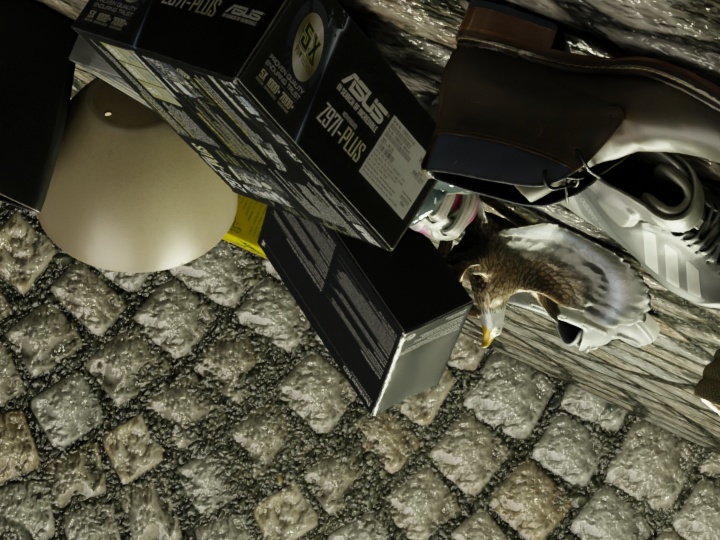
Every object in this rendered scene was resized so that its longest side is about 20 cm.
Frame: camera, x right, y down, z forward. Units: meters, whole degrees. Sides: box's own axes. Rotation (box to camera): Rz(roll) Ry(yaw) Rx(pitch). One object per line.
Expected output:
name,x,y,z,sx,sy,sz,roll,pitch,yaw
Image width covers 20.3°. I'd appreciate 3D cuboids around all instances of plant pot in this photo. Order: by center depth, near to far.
plant pot,-0.373,-0.180,1.899,0.199,0.178,0.200,27,174,-22
plant pot,-0.216,-0.116,1.932,0.199,0.201,0.135,23,140,15

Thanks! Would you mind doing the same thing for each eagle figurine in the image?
eagle figurine,0.137,-0.001,1.774,0.199,0.151,0.152,-6,-123,-30

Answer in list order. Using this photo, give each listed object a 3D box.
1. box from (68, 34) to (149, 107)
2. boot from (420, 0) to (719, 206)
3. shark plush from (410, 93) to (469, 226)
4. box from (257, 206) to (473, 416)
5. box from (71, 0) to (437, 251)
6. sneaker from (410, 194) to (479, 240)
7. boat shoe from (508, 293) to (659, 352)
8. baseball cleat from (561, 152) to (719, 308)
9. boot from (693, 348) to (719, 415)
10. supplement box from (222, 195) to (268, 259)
box,-0.135,-0.152,1.770,0.158,0.049,0.200,22,174,42
boot,0.127,-0.064,1.051,0.199,0.097,0.075,23,176,25
shark plush,0.082,-0.097,1.379,0.083,0.091,0.200,6,157,-10
box,0.000,0.000,1.722,0.200,0.079,0.141,56,150,22
box,-0.059,-0.117,1.297,0.163,0.086,0.200,21,162,42
sneaker,0.055,-0.069,1.576,0.088,0.082,0.200,23,-176,-1
boat shoe,0.220,0.044,2.004,0.200,0.069,0.072,29,174,-43
baseball cleat,0.203,-0.027,1.261,0.199,0.070,0.106,26,176,-21
boot,0.275,0.042,1.100,0.199,0.156,0.073,28,174,-37
supplement box,-0.089,-0.070,2.090,0.199,0.110,0.109,23,176,22
